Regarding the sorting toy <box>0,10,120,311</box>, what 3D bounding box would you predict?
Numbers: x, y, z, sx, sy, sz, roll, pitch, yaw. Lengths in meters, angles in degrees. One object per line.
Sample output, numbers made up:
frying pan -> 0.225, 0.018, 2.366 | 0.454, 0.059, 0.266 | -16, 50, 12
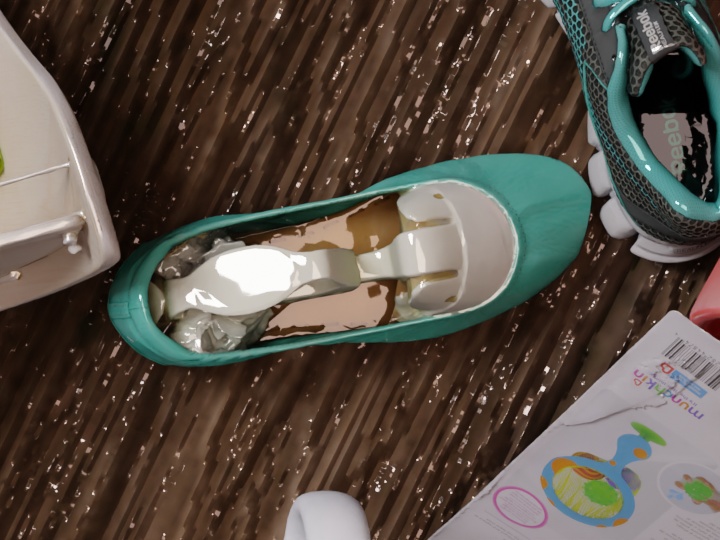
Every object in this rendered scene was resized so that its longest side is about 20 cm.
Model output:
sorting toy -> -0.207, -0.060, 0.968 | 0.199, 0.107, 0.181 | -15, 87, -3

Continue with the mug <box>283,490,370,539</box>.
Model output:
mug -> -0.019, 0.183, 0.952 | 0.146, 0.175, 0.202 | 5, 93, -5

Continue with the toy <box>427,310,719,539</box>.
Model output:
toy -> 0.121, 0.081, 0.976 | 0.115, 0.200, 0.047 | 33, 54, -6

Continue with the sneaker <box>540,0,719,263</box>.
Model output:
sneaker -> 0.110, -0.100, 0.988 | 0.077, 0.091, 0.201 | -22, 95, -4

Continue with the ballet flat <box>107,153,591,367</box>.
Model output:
ballet flat -> 0.000, 0.000, 0.996 | 0.199, 0.070, 0.068 | -13, 94, -4

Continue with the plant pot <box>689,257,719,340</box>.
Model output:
plant pot -> 0.248, -0.023, 0.965 | 0.199, 0.200, 0.178 | 24, 81, -5
